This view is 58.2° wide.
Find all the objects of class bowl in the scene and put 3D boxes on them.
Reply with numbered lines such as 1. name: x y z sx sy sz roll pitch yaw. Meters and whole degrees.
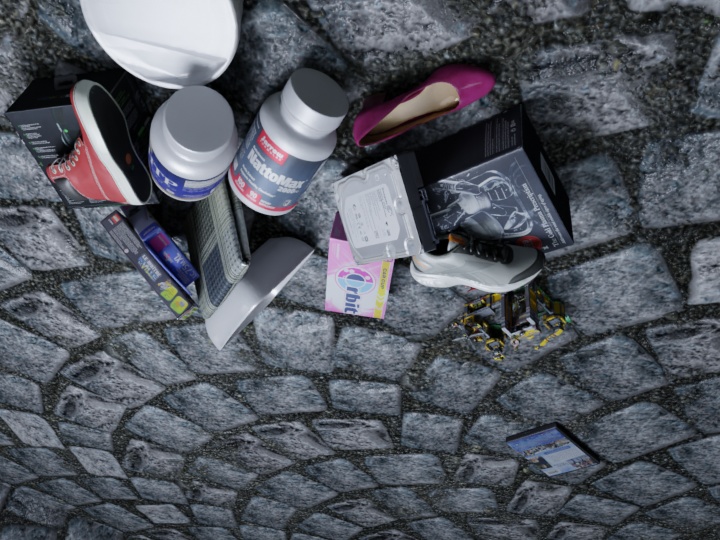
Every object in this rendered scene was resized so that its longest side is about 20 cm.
1. bowl: -0.190 0.030 1.140 0.075 0.200 0.200 42 133 -2

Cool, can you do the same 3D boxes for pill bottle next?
1. pill bottle: -0.103 -0.185 0.933 0.118 0.121 0.200 26 135 -17
2. pill bottle: -0.236 -0.178 0.910 0.118 0.121 0.200 24 164 -15

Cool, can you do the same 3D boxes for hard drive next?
1. hard drive: 0.031 -0.085 0.957 0.199 0.037 0.142 -8 100 60

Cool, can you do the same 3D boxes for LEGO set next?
1. LEGO set: 0.276 0.111 1.177 0.198 0.117 0.154 -20 130 29

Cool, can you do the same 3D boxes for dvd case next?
1. dvd case: 0.467 0.437 1.566 0.142 0.018 0.199 -30 123 35

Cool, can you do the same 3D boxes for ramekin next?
1. ramekin: -0.238 -0.340 0.810 0.199 0.095 0.204 5 137 5

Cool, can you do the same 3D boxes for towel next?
1. towel: -0.236 -0.049 1.065 0.034 0.202 0.193 -1 151 -34

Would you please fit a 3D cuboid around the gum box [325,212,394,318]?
1. gum box: 0.000 0.000 1.149 0.112 0.067 0.201 10 138 2

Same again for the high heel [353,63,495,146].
1. high heel: 0.086 -0.215 0.878 0.198 0.097 0.068 -13 134 24

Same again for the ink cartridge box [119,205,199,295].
1. ink cartridge box: -0.337 -0.046 1.093 0.042 0.200 0.120 -38 130 -8

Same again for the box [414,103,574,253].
1. box: 0.196 -0.109 0.966 0.180 0.105 0.200 -19 130 30

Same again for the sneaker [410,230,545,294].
1. sneaker: 0.168 -0.018 0.942 0.197 0.074 0.080 1 133 12

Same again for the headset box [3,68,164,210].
1. headset box: -0.409 -0.202 0.993 0.171 0.094 0.201 -3 136 15

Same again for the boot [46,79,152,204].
1. boot: -0.394 -0.172 0.904 0.142 0.073 0.201 4 140 9

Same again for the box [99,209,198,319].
1. box: -0.351 -0.006 1.089 0.201 0.035 0.110 52 170 -2

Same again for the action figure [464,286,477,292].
1. action figure: 0.202 -0.002 1.125 0.197 0.052 0.066 2 134 6
